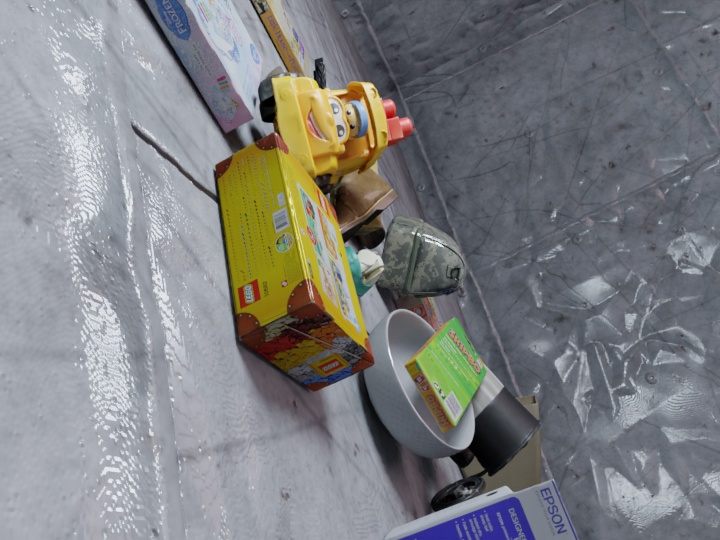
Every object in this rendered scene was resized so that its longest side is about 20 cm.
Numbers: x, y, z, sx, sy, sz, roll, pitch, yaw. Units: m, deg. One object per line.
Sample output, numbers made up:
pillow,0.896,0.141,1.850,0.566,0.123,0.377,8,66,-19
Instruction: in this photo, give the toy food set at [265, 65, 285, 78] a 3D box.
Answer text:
toy food set,-0.084,-0.248,1.031,0.147,0.059,0.200,67,12,2

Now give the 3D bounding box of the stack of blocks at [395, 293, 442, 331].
stack of blocks,0.133,0.094,1.381,0.200,0.057,0.118,29,40,-72

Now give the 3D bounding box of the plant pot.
plant pot,0.297,0.381,1.314,0.199,0.194,0.183,22,57,-74

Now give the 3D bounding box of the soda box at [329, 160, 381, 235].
soda box,-0.013,-0.162,0.984,0.067,0.062,0.207,165,-78,-64

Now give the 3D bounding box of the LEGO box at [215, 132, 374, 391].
LEGO box,-0.066,-0.007,0.613,0.149,0.075,0.204,51,20,-55

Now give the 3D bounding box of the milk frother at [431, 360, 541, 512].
milk frother,0.144,0.238,0.946,0.188,0.182,0.199,45,25,15

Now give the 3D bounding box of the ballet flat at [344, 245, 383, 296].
ballet flat,0.000,0.000,0.920,0.200,0.069,0.069,8,61,-77

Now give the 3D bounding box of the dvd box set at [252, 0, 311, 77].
dvd box set,-0.153,-0.470,1.207,0.148,0.029,0.202,-96,161,-53

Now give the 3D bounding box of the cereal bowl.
cereal bowl,0.069,0.162,0.840,0.199,0.082,0.203,41,31,-30

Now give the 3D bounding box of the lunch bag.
lunch bag,0.127,-0.023,1.232,0.200,0.162,0.144,-52,153,-78

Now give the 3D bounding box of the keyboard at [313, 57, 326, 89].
keyboard,-0.060,-0.243,0.932,0.128,0.020,0.205,98,-12,-58

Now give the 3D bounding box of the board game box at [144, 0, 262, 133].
board game box,-0.182,-0.292,0.706,0.202,0.042,0.201,-97,161,-54

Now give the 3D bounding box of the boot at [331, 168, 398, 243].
boot,-0.023,-0.087,0.881,0.076,0.073,0.200,50,44,-4

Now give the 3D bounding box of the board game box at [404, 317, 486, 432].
board game box,0.124,0.134,0.845,0.097,0.030,0.199,59,28,2

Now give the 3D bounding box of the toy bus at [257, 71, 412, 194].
toy bus,-0.024,-0.172,0.764,0.200,0.186,0.140,-169,-115,-83

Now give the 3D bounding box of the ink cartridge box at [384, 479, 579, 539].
ink cartridge box,0.149,0.339,0.638,0.203,0.196,0.043,68,15,7

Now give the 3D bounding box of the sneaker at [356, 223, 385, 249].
sneaker,-0.001,-0.110,1.123,0.076,0.070,0.201,49,-13,23
